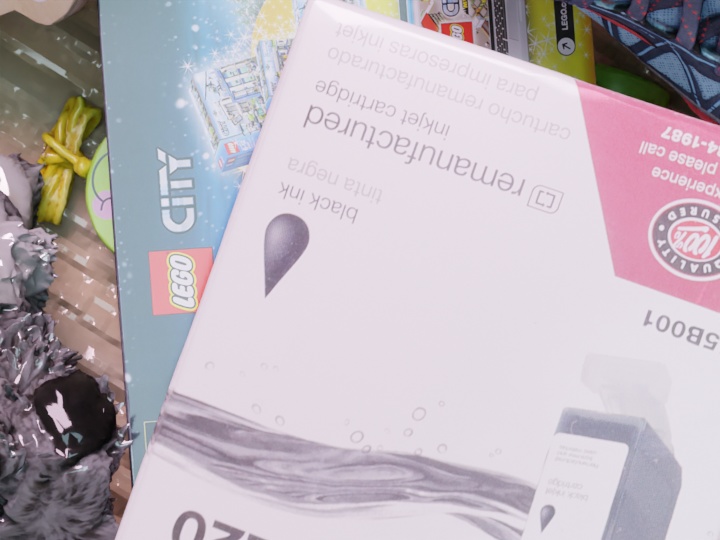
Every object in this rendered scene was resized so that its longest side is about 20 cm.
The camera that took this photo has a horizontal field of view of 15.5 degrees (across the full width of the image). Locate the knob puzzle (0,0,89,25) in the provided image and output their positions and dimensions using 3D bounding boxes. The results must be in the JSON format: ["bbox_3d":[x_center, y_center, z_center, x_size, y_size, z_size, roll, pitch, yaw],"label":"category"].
[{"bbox_3d":[-0.128,-0.153,0.699,0.030,0.220,0.220,-34,93,-46],"label":"knob puzzle"}]

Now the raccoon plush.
[{"bbox_3d":[-0.120,0.063,0.766,0.097,0.134,0.200,-3,126,-10],"label":"raccoon plush"}]

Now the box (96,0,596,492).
[{"bbox_3d":[0.000,0.000,0.740,0.136,0.038,0.200,-4,90,-4],"label":"box"}]

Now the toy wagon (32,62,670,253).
[{"bbox_3d":[0.000,-0.002,0.779,0.200,0.040,0.155,18,88,-4],"label":"toy wagon"}]

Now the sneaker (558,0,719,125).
[{"bbox_3d":[0.066,-0.080,0.661,0.200,0.096,0.079,36,119,17],"label":"sneaker"}]

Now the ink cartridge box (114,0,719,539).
[{"bbox_3d":[0.025,0.050,0.668,0.145,0.085,0.200,19,90,10],"label":"ink cartridge box"}]
